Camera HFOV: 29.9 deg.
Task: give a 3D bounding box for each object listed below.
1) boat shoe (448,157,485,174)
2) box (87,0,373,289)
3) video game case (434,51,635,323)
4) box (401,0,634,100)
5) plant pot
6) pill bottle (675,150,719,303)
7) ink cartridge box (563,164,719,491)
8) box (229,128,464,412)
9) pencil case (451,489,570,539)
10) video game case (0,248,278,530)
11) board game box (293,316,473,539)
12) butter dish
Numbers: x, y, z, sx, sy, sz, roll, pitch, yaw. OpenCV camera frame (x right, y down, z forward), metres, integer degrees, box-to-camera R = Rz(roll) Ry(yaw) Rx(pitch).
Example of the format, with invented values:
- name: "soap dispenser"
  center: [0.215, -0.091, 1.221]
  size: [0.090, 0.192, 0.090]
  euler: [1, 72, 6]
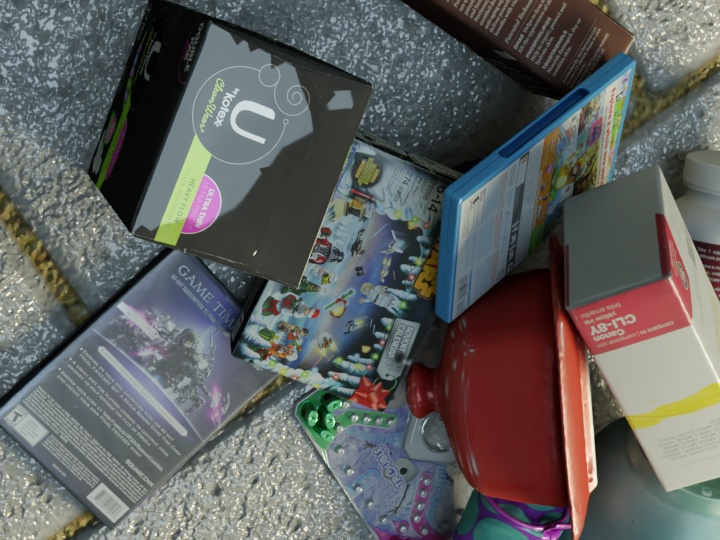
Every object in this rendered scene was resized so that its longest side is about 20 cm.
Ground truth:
- name: "boat shoe"
  center: [0.115, -0.051, 1.110]
  size: [0.199, 0.072, 0.077]
  euler: [-24, 128, -11]
- name: "box"
  center: [-0.098, -0.095, 0.941]
  size: [0.124, 0.200, 0.150]
  euler: [18, 99, -24]
- name: "video game case"
  center: [0.132, -0.062, 1.022]
  size: [0.200, 0.018, 0.144]
  euler: [-38, 150, -26]
- name: "box"
  center: [0.103, -0.208, 1.039]
  size: [0.199, 0.100, 0.075]
  euler: [31, 93, -25]
- name: "plant pot"
  center: [0.270, 0.191, 1.138]
  size: [0.199, 0.201, 0.135]
  euler: [-3, 132, -19]
- name: "pill bottle"
  center: [0.315, 0.003, 1.170]
  size: [0.112, 0.113, 0.202]
  euler: [-2, 106, -20]
- name: "ink cartridge box"
  center: [0.231, 0.047, 1.033]
  size: [0.083, 0.146, 0.201]
  euler: [-21, 121, 21]
- name: "box"
  center: [0.000, 0.000, 1.042]
  size: [0.136, 0.040, 0.201]
  euler: [21, 110, -16]
- name: "pencil case"
  center: [0.111, 0.267, 1.159]
  size: [0.085, 0.092, 0.201]
  euler: [0, 121, -34]
- name: "video game case"
  center: [-0.171, 0.092, 1.068]
  size: [0.200, 0.019, 0.143]
  euler: [-43, 115, -5]
- name: "board game box"
  center: [0.071, 0.139, 1.167]
  size: [0.199, 0.026, 0.201]
  euler: [-35, 114, -8]
- name: "butter dish"
  center: [0.109, 0.091, 1.073]
  size: [0.146, 0.200, 0.201]
  euler: [-5, 109, 8]
